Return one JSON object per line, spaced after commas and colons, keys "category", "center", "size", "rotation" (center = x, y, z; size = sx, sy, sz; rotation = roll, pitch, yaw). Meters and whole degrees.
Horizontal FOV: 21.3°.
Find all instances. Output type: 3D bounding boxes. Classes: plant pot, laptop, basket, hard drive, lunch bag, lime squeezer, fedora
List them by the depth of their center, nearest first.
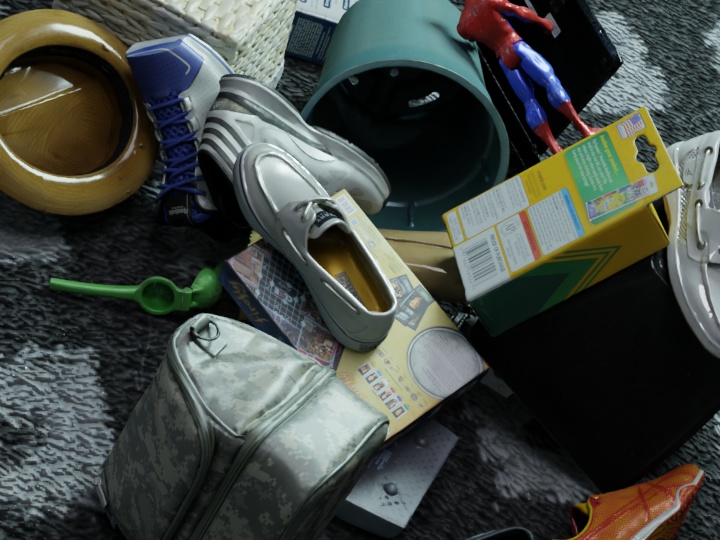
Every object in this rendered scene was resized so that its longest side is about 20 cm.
{"category": "lunch bag", "center": [-0.101, 0.144, 1.441], "size": [0.168, 0.200, 0.139], "rotation": [40, 41, 11]}
{"category": "hard drive", "center": [-0.030, 0.135, 1.595], "size": [0.199, 0.042, 0.135], "rotation": [30, 42, 6]}
{"category": "lime squeezer", "center": [-0.166, 0.008, 1.664], "size": [0.199, 0.038, 0.071], "rotation": [-13, 54, -33]}
{"category": "plant pot", "center": [0.248, 0.040, 1.674], "size": [0.200, 0.177, 0.200], "rotation": [47, 41, -10]}
{"category": "fedora", "center": [-0.276, -0.132, 1.697], "size": [0.200, 0.082, 0.202], "rotation": [12, 70, -33]}
{"category": "basket", "center": [-0.175, -0.239, 1.819], "size": [0.198, 0.161, 0.200], "rotation": [28, 40, 5]}
{"category": "plant pot", "center": [0.038, -0.162, 1.831], "size": [0.199, 0.201, 0.196], "rotation": [16, 34, -10]}
{"category": "laptop", "center": [0.188, -0.184, 1.887], "size": [0.103, 0.200, 0.178], "rotation": [11, 41, -41]}

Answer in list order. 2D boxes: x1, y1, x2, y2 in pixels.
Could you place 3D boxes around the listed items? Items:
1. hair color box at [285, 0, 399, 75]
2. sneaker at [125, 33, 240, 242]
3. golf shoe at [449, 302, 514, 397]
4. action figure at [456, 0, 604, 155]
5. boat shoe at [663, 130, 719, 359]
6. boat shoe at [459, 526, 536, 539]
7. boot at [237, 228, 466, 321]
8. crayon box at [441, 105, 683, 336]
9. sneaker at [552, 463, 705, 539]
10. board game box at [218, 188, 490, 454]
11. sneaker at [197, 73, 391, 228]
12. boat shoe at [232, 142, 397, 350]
{"category": "hair color box", "center": [-0.011, -0.258, 1.988], "size": [0.199, 0.061, 0.100], "rotation": [16, 42, -10]}
{"category": "sneaker", "center": [-0.145, -0.102, 1.694], "size": [0.080, 0.200, 0.115], "rotation": [-9, 35, 31]}
{"category": "golf shoe", "center": [0.141, 0.044, 1.760], "size": [0.094, 0.078, 0.200], "rotation": [44, 45, -5]}
{"category": "action figure", "center": [0.159, -0.196, 1.797], "size": [0.200, 0.065, 0.099], "rotation": [54, 29, 7]}
{"category": "boat shoe", "center": [0.295, -0.027, 1.572], "size": [0.071, 0.069, 0.201], "rotation": [18, 55, -42]}
{"category": "boat shoe", "center": [0.065, 0.251, 1.505], "size": [0.199, 0.066, 0.075], "rotation": [-13, 54, -34]}
{"category": "boot", "center": [0.000, 0.000, 1.680], "size": [0.199, 0.066, 0.175], "rotation": [9, 31, 3]}
{"category": "crayon box", "center": [0.175, -0.042, 1.607], "size": [0.052, 0.199, 0.126], "rotation": [53, 14, -35]}
{"category": "sneaker", "center": [0.226, 0.208, 1.625], "size": [0.077, 0.073, 0.200], "rotation": [37, 40, 24]}
{"category": "board game box", "center": [-0.006, 0.043, 1.594], "size": [0.135, 0.035, 0.200], "rotation": [-32, 76, -30]}
{"category": "sneaker", "center": [-0.067, -0.075, 1.689], "size": [0.200, 0.076, 0.116], "rotation": [33, 71, -31]}
{"category": "boat shoe", "center": [-0.034, -0.031, 1.562], "size": [0.071, 0.070, 0.200], "rotation": [-24, 73, -27]}
